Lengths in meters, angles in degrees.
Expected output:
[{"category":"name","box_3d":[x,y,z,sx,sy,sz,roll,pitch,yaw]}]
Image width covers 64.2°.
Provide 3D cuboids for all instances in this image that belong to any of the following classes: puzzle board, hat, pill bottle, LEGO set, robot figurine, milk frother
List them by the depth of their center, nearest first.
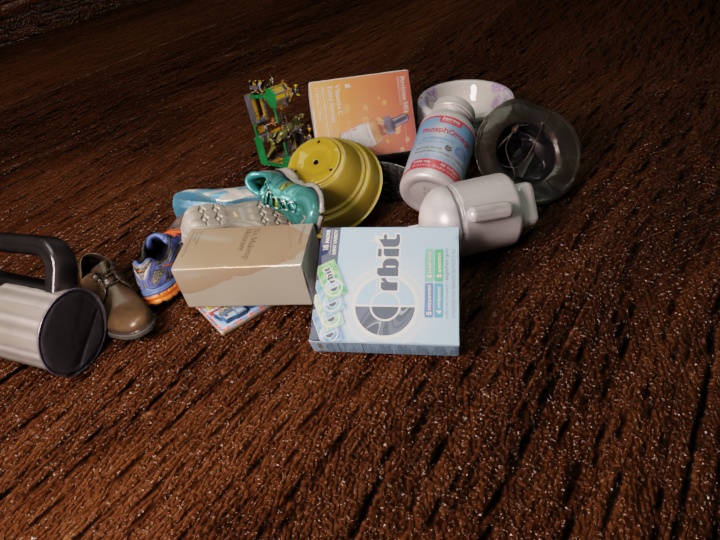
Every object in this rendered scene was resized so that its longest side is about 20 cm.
[{"category":"milk frother","box_3d":[-0.475,0.055,0.738,0.183,0.185,0.200,8,23,18]},{"category":"robot figurine","box_3d":[0.175,-0.085,0.899,0.195,0.116,0.170,-13,-1,-10]},{"category":"puzzle board","box_3d":[-0.170,0.011,0.904,0.198,0.018,0.150,-31,44,-29]},{"category":"pill bottle","box_3d":[0.144,-0.208,1.018,0.106,0.110,0.204,9,61,19]},{"category":"hat","box_3d":[0.296,-0.206,1.053,0.195,0.206,0.081,-10,-6,-6]},{"category":"LEGO set","box_3d":[-0.147,-0.304,1.179,0.115,0.204,0.152,-32,24,-33]}]

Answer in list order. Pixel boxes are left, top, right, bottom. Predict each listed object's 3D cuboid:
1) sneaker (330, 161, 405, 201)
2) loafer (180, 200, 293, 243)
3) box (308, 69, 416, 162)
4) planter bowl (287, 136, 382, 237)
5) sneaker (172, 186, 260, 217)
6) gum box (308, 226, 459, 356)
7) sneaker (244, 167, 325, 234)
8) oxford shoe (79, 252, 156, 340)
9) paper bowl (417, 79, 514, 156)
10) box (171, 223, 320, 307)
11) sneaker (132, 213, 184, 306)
[{"category":"sneaker","box_3d":[0.007,-0.182,1.083,0.194,0.077,0.088,0,32,8]},{"category":"loafer","box_3d":[-0.195,-0.070,0.939,0.196,0.070,0.071,-1,55,-30]},{"category":"box","box_3d":[0.002,-0.297,1.137,0.195,0.157,0.106,-10,6,-4]},{"category":"planter bowl","box_3d":[-0.065,-0.166,0.991,0.195,0.084,0.205,-7,64,15]},{"category":"sneaker","box_3d":[-0.243,-0.113,1.035,0.195,0.078,0.081,5,22,11]},{"category":"gum box","box_3d":[0.037,0.025,0.782,0.194,0.045,0.174,0,64,8]},{"category":"sneaker","box_3d":[-0.118,-0.108,0.896,0.078,0.079,0.199,-1,23,-36]},{"category":"oxford shoe","box_3d":[-0.370,0.035,0.846,0.198,0.086,0.072,30,48,35]},{"category":"paper bowl","box_3d":[0.216,-0.310,1.189,0.195,0.106,0.203,-4,38,3]},{"category":"box","box_3d":[-0.160,-0.007,0.835,0.194,0.079,0.096,-3,43,11]},{"category":"sneaker","box_3d":[-0.305,-0.036,0.922,0.073,0.080,0.202,-11,37,10]}]
